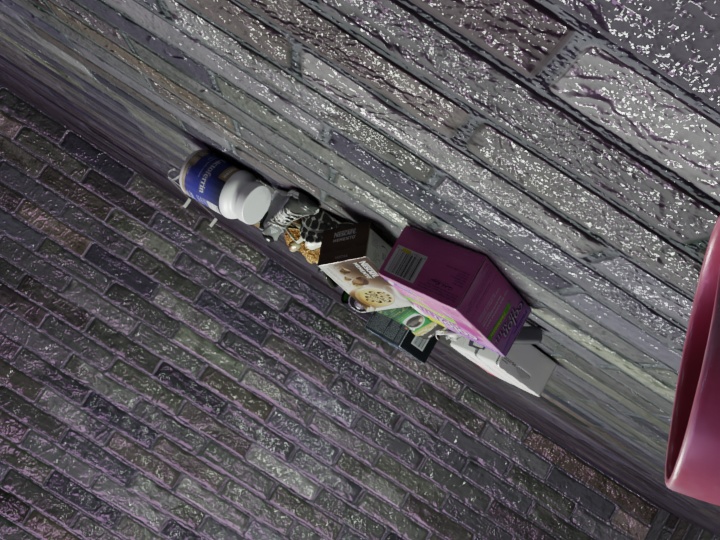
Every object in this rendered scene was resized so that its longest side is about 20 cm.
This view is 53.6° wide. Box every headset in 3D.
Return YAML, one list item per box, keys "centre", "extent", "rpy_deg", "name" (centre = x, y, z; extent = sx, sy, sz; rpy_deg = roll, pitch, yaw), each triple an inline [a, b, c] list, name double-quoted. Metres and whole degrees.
- centre: [0.033, 0.059, 1.788]
  extent: [0.094, 0.124, 0.199]
  rpy_deg: [49, 158, -22]
  name: "headset"

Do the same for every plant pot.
- centre: [0.314, 0.074, 0.473]
  extent: [0.176, 0.203, 0.200]
  rpy_deg: [13, 166, 21]
  name: "plant pot"

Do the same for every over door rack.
- centre: [-0.556, -0.254, 2.391]
  extent: [0.148, 0.066, 0.201]
  rpy_deg: [40, -170, -49]
  name: "over door rack"

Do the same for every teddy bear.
- centre: [-0.127, -0.051, 1.971]
  extent: [0.199, 0.067, 0.144]
  rpy_deg: [36, 170, -28]
  name: "teddy bear"

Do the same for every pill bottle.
- centre: [-0.307, -0.188, 1.623]
  extent: [0.198, 0.117, 0.116]
  rpy_deg: [28, 172, 24]
  name: "pill bottle"

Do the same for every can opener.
- centre: [0.234, 0.102, 1.315]
  extent: [0.196, 0.068, 0.053]
  rpy_deg: [0, 174, -4]
  name: "can opener"

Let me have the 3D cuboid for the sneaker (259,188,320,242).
- centre: [-0.158, -0.108, 1.517]
  extent: [0.075, 0.117, 0.199]
  rpy_deg: [34, 173, -23]
  name: "sneaker"

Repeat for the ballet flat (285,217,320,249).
- centre: [-0.120, -0.091, 1.641]
  extent: [0.198, 0.073, 0.068]
  rpy_deg: [27, 172, 35]
  name: "ballet flat"

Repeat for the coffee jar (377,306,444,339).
- centre: [0.111, 0.077, 1.626]
  extent: [0.199, 0.086, 0.104]
  rpy_deg: [32, 130, -25]
  name: "coffee jar"

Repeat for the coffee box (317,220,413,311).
- centre: [0.017, -0.004, 1.395]
  extent: [0.111, 0.081, 0.200]
  rpy_deg: [-9, 146, 29]
  name: "coffee box"

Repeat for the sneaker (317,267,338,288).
- centre: [-0.072, -0.029, 1.698]
  extent: [0.076, 0.115, 0.199]
  rpy_deg: [37, 173, -30]
  name: "sneaker"

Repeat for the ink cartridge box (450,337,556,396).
- centre: [0.315, 0.187, 1.583]
  extent: [0.144, 0.085, 0.200]
  rpy_deg: [35, 173, -22]
  name: "ink cartridge box"

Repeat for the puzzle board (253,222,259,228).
- centre: [-0.392, -0.192, 2.375]
  extent: [0.199, 0.018, 0.150]
  rpy_deg: [36, 174, -18]
  name: "puzzle board"

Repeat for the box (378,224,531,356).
- centre: [0.159, 0.035, 1.185]
  extent: [0.175, 0.098, 0.200]
  rpy_deg: [26, 171, 42]
  name: "box"

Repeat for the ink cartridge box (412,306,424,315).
- centre: [0.170, 0.064, 1.454]
  extent: [0.115, 0.067, 0.199]
  rpy_deg: [37, 171, -37]
  name: "ink cartridge box"

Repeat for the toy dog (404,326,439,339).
- centre: [0.164, 0.127, 1.789]
  extent: [0.199, 0.097, 0.131]
  rpy_deg: [37, 172, -34]
  name: "toy dog"

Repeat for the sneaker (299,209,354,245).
- centre: [-0.051, -0.068, 1.505]
  extent: [0.199, 0.078, 0.085]
  rpy_deg: [27, 177, 40]
  name: "sneaker"

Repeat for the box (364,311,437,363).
- centre: [0.139, 0.211, 2.425]
  extent: [0.148, 0.108, 0.199]
  rpy_deg: [37, 172, -38]
  name: "box"
